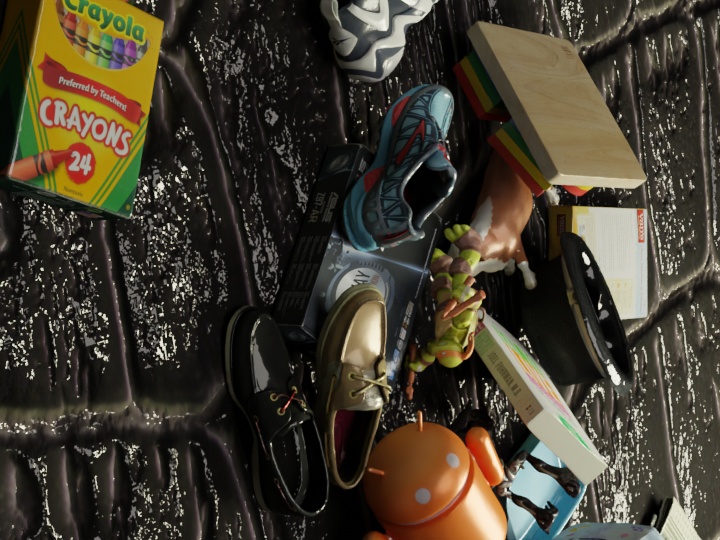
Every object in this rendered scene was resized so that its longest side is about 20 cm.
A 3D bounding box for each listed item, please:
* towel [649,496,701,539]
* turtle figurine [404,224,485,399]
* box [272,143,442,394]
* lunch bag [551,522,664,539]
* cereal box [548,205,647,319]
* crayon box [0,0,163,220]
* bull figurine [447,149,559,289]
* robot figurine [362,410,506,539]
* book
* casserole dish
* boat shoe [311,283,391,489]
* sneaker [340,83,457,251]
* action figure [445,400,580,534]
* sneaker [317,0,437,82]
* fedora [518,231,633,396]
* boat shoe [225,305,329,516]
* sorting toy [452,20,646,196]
[{"bbox_3d":[0.428,0.439,1.940,0.200,0.034,0.194,53,54,-40],"label":"towel"},{"bbox_3d":[0.098,0.035,1.427,0.064,0.201,0.163,13,52,-11],"label":"turtle figurine"},{"bbox_3d":[0.000,0.000,1.385,0.160,0.043,0.202,40,60,-44],"label":"box"},{"bbox_3d":[0.239,0.366,1.561,0.169,0.200,0.128,-20,66,-48],"label":"lunch bag"},{"bbox_3d":[0.305,-0.009,1.769,0.199,0.039,0.146,0,90,-52],"label":"cereal box"},{"bbox_3d":[-0.225,-0.152,1.098,0.126,0.050,0.203,18,75,-49],"label":"crayon box"},{"bbox_3d":[0.161,-0.053,1.571,0.121,0.065,0.202,47,56,-42],"label":"bull figurine"},{"bbox_3d":[0.073,0.234,1.387,0.117,0.142,0.201,-89,154,-51],"label":"robot figurine"},{"bbox_3d":[0.177,0.130,1.504,0.048,0.200,0.134,-41,129,7],"label":"book"},{"bbox_3d":[0.210,0.259,1.654,0.200,0.038,0.122,-45,123,-42],"label":"casserole dish"},{"bbox_3d":[-0.003,0.112,1.309,0.073,0.066,0.202,-7,118,-34],"label":"boat shoe"},{"bbox_3d":[0.062,-0.099,1.350,0.079,0.095,0.201,50,54,-40],"label":"sneaker"},{"bbox_3d":[0.133,0.212,1.511,0.198,0.102,0.120,27,88,-13],"label":"action figure"},{"bbox_3d":[0.015,-0.301,1.373,0.200,0.079,0.130,-59,141,-19],"label":"sneaker"},{"bbox_3d":[0.244,0.060,1.617,0.201,0.091,0.202,52,25,-37],"label":"fedora"},{"bbox_3d":[-0.073,0.130,1.282,0.073,0.063,0.204,-22,105,-44],"label":"boat shoe"},{"bbox_3d":[0.206,-0.169,1.562,0.199,0.069,0.200,-1,60,-51],"label":"sorting toy"}]
